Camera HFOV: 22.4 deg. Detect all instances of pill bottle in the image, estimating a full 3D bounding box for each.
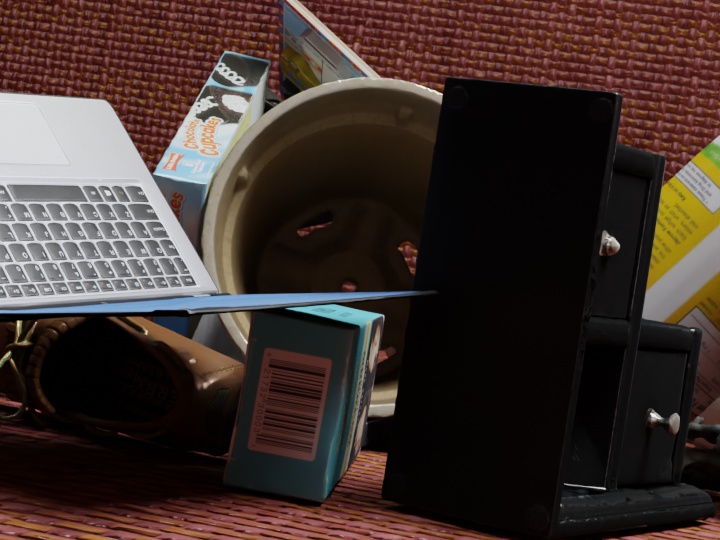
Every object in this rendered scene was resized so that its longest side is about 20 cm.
[{"bbox_3d":[0.175,0.025,1.047,0.111,0.200,0.111,46,8,-9],"label":"pill bottle"}]

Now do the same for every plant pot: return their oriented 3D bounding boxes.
[{"bbox_3d":[0.000,0.000,1.149,0.199,0.202,0.184,8,-10,-3],"label":"plant pot"}]

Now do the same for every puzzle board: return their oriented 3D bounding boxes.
[{"bbox_3d":[0.013,-0.088,1.239,0.200,0.017,0.151,44,-15,12],"label":"puzzle board"}]

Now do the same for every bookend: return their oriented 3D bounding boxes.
[{"bbox_3d":[0.112,0.022,0.900,0.092,0.200,0.200,9,0,32],"label":"bookend"}]

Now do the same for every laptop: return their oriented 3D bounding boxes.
[{"bbox_3d":[-0.101,-0.034,0.810,0.116,0.200,0.187,-41,-20,27],"label":"laptop"}]

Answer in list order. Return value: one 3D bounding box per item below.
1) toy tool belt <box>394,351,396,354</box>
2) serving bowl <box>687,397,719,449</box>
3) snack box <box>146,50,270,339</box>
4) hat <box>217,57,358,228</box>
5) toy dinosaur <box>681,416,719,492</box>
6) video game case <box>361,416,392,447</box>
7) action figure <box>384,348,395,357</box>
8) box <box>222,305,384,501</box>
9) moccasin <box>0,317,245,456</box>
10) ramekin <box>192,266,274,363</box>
[{"bbox_3d":[0.090,0.051,1.266,0.123,0.125,0.200,19,-6,-40],"label":"toy tool belt"},{"bbox_3d":[0.304,0.111,1.276,0.199,0.066,0.200,8,2,0],"label":"serving bowl"},{"bbox_3d":[-0.099,-0.049,1.166,0.037,0.117,0.200,11,29,3],"label":"snack box"},{"bbox_3d":[-0.058,-0.068,1.339,0.201,0.081,0.201,46,4,-5],"label":"hat"},{"bbox_3d":[0.210,0.113,1.090,0.199,0.048,0.088,3,11,-41],"label":"toy dinosaur"},{"bbox_3d":[-0.082,0.080,1.111,0.199,0.019,0.143,10,1,13],"label":"video game case"},{"bbox_3d":[0.097,0.046,1.396,0.193,0.201,0.105,1,37,31],"label":"action figure"},{"bbox_3d":[-0.025,0.061,0.914,0.049,0.083,0.200,10,2,5],"label":"box"},{"bbox_3d":[-0.148,0.051,0.946,0.201,0.074,0.078,22,1,38],"label":"moccasin"},{"bbox_3d":[-0.117,0.026,1.315,0.199,0.106,0.200,8,2,0],"label":"ramekin"}]
